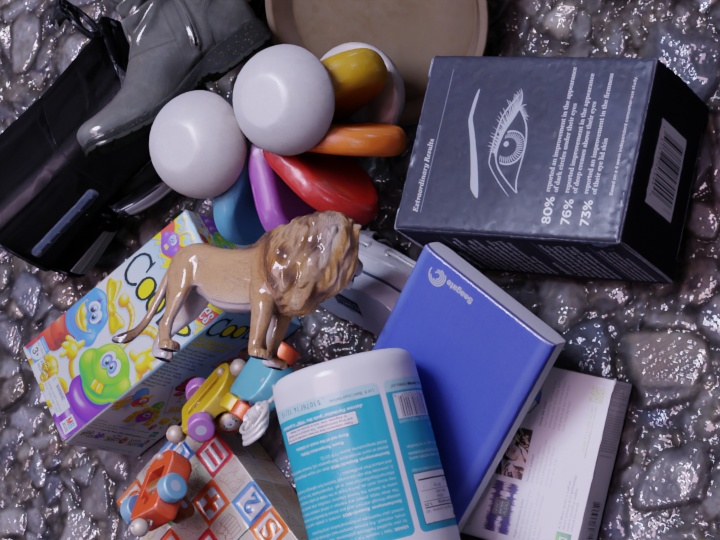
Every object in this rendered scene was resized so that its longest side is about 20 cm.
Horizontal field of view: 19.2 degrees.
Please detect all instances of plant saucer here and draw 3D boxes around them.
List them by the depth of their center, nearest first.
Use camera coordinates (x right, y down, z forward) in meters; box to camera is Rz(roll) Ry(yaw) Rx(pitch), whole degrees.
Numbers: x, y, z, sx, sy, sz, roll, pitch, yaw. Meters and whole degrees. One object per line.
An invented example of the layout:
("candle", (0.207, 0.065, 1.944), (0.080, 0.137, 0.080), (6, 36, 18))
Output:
("plant saucer", (0.016, -0.216, 1.745), (0.200, 0.029, 0.201), (10, 114, 22))

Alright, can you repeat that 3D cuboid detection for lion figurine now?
("lion figurine", (-0.096, 0.010, 1.632), (0.199, 0.072, 0.123), (4, 77, 25))

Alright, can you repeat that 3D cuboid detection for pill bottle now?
("pill bottle", (0.009, 0.165, 1.581), (0.111, 0.111, 0.201), (-19, 80, 28))

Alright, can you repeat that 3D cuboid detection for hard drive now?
("hard drive", (0.059, 0.098, 1.628), (0.132, 0.025, 0.200), (39, 117, 26))

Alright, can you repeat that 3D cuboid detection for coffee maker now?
("coffee maker", (-0.250, -0.115, 1.850), (0.200, 0.192, 0.135), (-42, 18, 17))

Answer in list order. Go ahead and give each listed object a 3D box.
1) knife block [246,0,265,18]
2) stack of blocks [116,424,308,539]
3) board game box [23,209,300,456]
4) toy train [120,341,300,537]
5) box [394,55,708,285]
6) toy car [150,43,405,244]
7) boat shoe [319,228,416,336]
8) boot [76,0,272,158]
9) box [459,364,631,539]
("knife block", (-0.099, -0.270, 1.792), (0.064, 0.200, 0.176), (35, 73, 6))
("stack of blocks", (-0.101, 0.225, 1.758), (0.115, 0.059, 0.200), (-49, 59, 15))
("board game box", (-0.170, 0.056, 1.811), (0.200, 0.105, 0.103), (-38, 62, 20))
("toy train", (-0.106, 0.136, 1.691), (0.200, 0.056, 0.150), (-35, 29, 41))
("box", (0.145, -0.078, 1.627), (0.200, 0.104, 0.148), (6, 75, 34))
("toy car", (-0.052, -0.089, 1.688), (0.200, 0.175, 0.150), (-24, 84, 31))
("boat shoe", (0.000, 0.000, 1.742), (0.065, 0.074, 0.200), (-38, 45, -19))
("boot", (-0.180, -0.190, 1.743), (0.200, 0.068, 0.131), (-39, 94, -22))
("box", (0.104, 0.136, 1.661), (0.200, 0.036, 0.145), (12, 87, 33))
